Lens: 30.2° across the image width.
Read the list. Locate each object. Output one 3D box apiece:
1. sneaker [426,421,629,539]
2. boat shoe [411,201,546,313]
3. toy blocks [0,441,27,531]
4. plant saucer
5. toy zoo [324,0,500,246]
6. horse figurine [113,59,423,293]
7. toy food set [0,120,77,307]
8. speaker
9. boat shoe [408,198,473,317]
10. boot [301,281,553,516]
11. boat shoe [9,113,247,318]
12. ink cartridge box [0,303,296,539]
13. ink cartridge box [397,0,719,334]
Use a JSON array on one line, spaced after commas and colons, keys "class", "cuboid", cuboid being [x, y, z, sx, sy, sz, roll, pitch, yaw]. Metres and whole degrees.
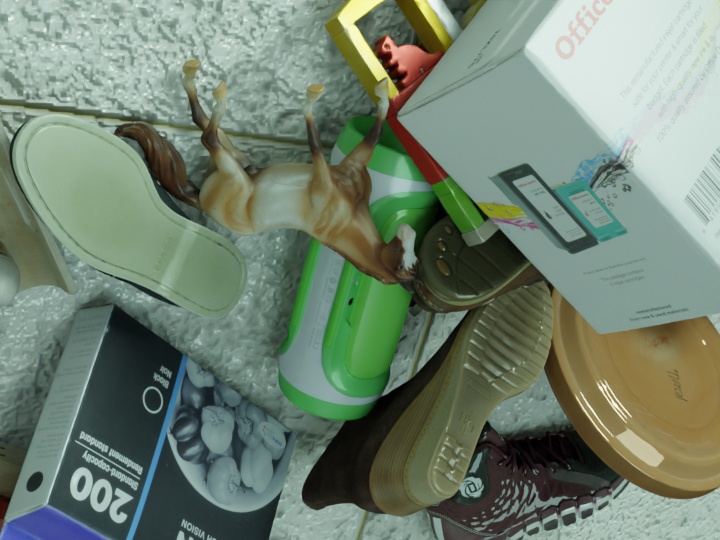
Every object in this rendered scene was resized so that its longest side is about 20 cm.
[{"class": "sneaker", "cuboid": [0.137, 0.155, 1.098, 0.198, 0.076, 0.116, -28, 123, -10]}, {"class": "boat shoe", "cuboid": [0.116, -0.028, 0.918, 0.198, 0.073, 0.068, -26, 167, -23]}, {"class": "toy blocks", "cuboid": [-0.253, 0.201, 0.921, 0.135, 0.100, 0.202, 23, 104, -23]}, {"class": "plant saucer", "cuboid": [0.220, 0.073, 1.008, 0.198, 0.203, 0.032, 11, 144, -32]}, {"class": "toy zoo", "cuboid": [0.063, -0.135, 0.864, 0.131, 0.020, 0.201, -40, 101, -26]}, {"class": "horse figurine", "cuboid": [-0.054, -0.063, 0.853, 0.197, 0.050, 0.134, 6, 124, 13]}, {"class": "toy food set", "cuboid": [-0.285, -0.002, 0.798, 0.198, 0.060, 0.145, -27, 126, -12]}, {"class": "speaker", "cuboid": [0.000, 0.000, 0.931, 0.087, 0.089, 0.202, 3, 115, -28]}, {"class": "boat shoe", "cuboid": [0.076, -0.060, 0.966, 0.062, 0.073, 0.201, 34, 109, 7]}, {"class": "boot", "cuboid": [0.044, 0.088, 0.975, 0.072, 0.166, 0.201, 43, 61, -20]}, {"class": "boat shoe", "cuboid": [-0.154, -0.035, 0.841, 0.199, 0.066, 0.075, 33, 78, -45]}, {"class": "ink cartridge box", "cuboid": [-0.139, 0.157, 0.900, 0.198, 0.043, 0.202, 40, 52, -38]}, {"class": "ink cartridge box", "cuboid": [0.157, -0.089, 0.810, 0.200, 0.146, 0.147, 45, 64, -14]}]
